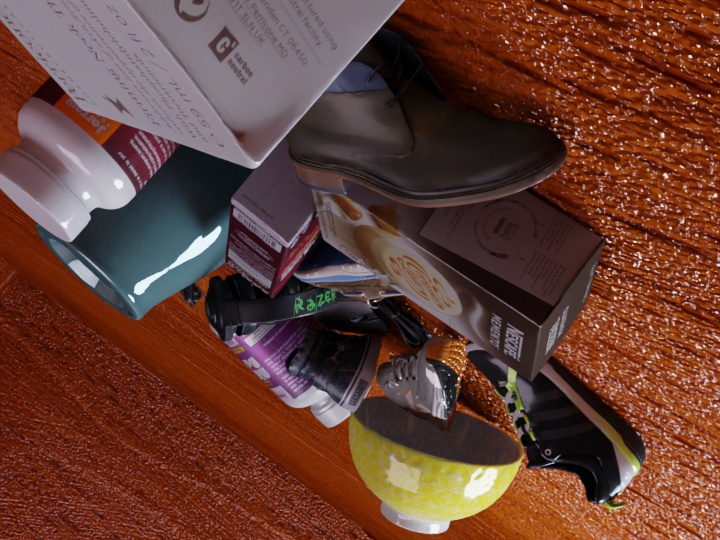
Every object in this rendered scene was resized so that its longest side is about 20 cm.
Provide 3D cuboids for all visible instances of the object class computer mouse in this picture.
[{"bbox_3d":[-0.024,0.028,1.233,0.199,0.046,0.141,20,157,49],"label":"computer mouse"}]

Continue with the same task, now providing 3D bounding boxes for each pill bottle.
[{"bbox_3d":[-0.082,0.098,1.423,0.200,0.112,0.112,46,163,-12],"label":"pill bottle"},{"bbox_3d":[-0.200,-0.125,0.927,0.113,0.200,0.113,35,164,12],"label":"pill bottle"}]

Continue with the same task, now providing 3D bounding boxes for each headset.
[{"bbox_3d":[-0.115,0.016,1.176,0.199,0.123,0.095,-3,100,41],"label":"headset"}]

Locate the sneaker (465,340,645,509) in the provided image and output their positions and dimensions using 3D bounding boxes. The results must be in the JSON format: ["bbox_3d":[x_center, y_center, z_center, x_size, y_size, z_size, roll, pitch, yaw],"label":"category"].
[{"bbox_3d":[0.167,0.138,1.037,0.199,0.083,0.072,38,164,6],"label":"sneaker"}]

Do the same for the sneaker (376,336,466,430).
[{"bbox_3d":[0.058,0.115,1.197,0.091,0.076,0.200,16,159,9],"label":"sneaker"}]

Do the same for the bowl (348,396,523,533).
[{"bbox_3d":[0.073,0.225,1.274,0.198,0.109,0.200,13,-170,-2],"label":"bowl"}]

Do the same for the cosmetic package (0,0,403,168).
[{"bbox_3d":[-0.100,-0.183,0.610,0.199,0.167,0.168,22,157,48],"label":"cosmetic package"}]

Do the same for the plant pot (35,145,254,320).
[{"bbox_3d":[-0.204,-0.065,1.114,0.199,0.188,0.200,37,162,14],"label":"plant pot"}]

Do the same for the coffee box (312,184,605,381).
[{"bbox_3d":[0.066,-0.023,0.830,0.199,0.080,0.115,34,163,18],"label":"coffee box"}]

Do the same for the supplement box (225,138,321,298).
[{"bbox_3d":[-0.059,-0.054,0.977,0.061,0.109,0.200,38,165,2],"label":"supplement box"}]

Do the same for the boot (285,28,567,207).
[{"bbox_3d":[0.027,-0.099,0.712,0.198,0.075,0.097,4,131,32],"label":"boot"}]

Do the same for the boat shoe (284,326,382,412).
[{"bbox_3d":[-0.030,0.094,1.300,0.090,0.071,0.200,30,-174,-3],"label":"boat shoe"}]

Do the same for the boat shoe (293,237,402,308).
[{"bbox_3d":[0.000,0.000,1.057,0.072,0.072,0.200,43,164,-21],"label":"boat shoe"}]
